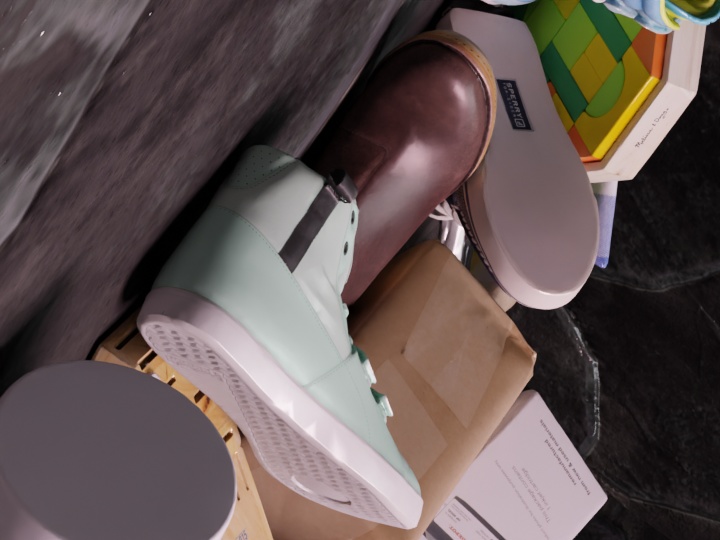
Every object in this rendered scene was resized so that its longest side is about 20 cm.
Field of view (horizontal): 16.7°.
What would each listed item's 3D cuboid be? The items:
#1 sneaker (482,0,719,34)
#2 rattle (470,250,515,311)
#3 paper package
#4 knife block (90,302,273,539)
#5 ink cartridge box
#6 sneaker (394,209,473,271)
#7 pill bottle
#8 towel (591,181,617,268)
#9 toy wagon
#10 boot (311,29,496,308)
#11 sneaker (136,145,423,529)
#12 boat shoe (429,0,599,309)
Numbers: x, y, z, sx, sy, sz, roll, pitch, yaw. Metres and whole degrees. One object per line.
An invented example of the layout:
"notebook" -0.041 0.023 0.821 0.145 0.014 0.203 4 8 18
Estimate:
"sneaker" 0.126 -0.158 1.276 0.080 0.131 0.200 -55 176 -10
"rattle" 0.000 0.000 1.497 0.200 0.130 0.143 -23 148 -24
"paper package" -0.030 0.098 1.333 0.191 0.104 0.200 -30 -168 37
"knife block" -0.135 0.116 1.139 0.064 0.175 0.200 -48 127 -56
"ink cartridge box" 0.021 0.167 1.383 0.200 0.084 0.145 -43 -166 -35
"sneaker" 0.032 -0.019 1.448 0.074 0.079 0.200 0 95 -78
"pill bottle" -0.127 0.133 0.938 0.116 0.116 0.200 -48 171 -50
"towel" 0.126 -0.106 1.445 0.147 0.024 0.200 -169 -94 -67
"toy wagon" 0.123 -0.138 1.371 0.155 0.040 0.200 -55 -140 28
"boot" -0.012 -0.017 1.236 0.166 0.072 0.200 -52 178 -44
"sneaker" -0.010 0.030 1.104 0.200 0.074 0.118 51 57 -43
"boat shoe" 0.069 -0.046 1.334 0.093 0.075 0.200 125 -35 -46
